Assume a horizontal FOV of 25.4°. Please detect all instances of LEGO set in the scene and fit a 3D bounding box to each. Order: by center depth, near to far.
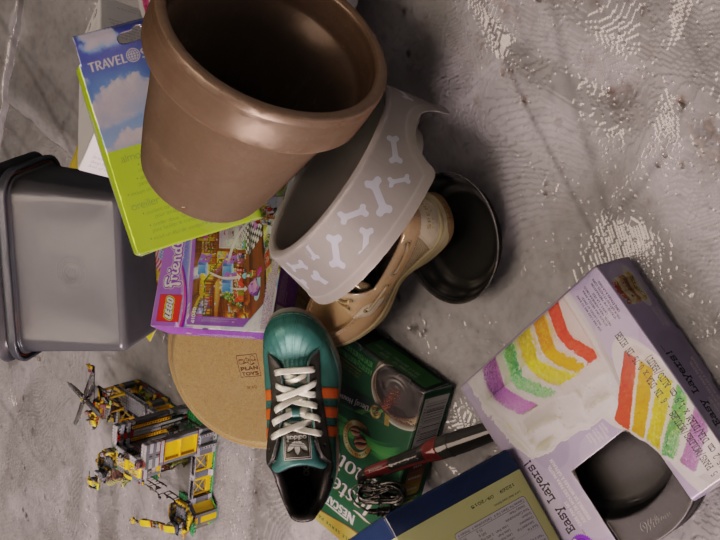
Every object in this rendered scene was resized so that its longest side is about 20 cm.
[{"bbox_3d":[-0.247,0.203,1.713,0.200,0.116,0.154,35,122,36],"label":"LEGO set"}]

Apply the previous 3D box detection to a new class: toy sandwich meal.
[{"bbox_3d":[-0.102,0.078,1.568,0.205,0.070,0.206,5,109,16],"label":"toy sandwich meal"}]

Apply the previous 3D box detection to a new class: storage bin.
[{"bbox_3d":[-0.274,-0.011,1.586,0.134,0.146,0.201,5,106,17],"label":"storage bin"}]

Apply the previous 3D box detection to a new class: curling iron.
[{"bbox_3d":[0.076,0.165,1.411,0.200,0.026,0.050,-31,96,25],"label":"curling iron"}]

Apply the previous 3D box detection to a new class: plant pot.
[{"bbox_3d":[-0.101,-0.137,1.324,0.200,0.200,0.175,54,137,22],"label":"plant pot"}]

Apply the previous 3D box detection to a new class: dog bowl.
[{"bbox_3d":[-0.006,-0.070,1.354,0.059,0.200,0.200,32,135,-16],"label":"dog bowl"}]

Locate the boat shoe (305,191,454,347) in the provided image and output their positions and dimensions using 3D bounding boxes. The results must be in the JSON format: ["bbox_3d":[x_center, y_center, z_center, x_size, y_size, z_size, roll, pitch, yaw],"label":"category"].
[{"bbox_3d":[0.000,0.000,1.407,0.200,0.064,0.071,-50,62,37],"label":"boat shoe"}]

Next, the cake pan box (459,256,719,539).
[{"bbox_3d":[0.197,0.122,1.280,0.184,0.052,0.200,-45,70,39],"label":"cake pan box"}]

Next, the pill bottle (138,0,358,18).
[{"bbox_3d":[-0.102,-0.259,1.459,0.200,0.113,0.114,4,102,45],"label":"pill bottle"}]

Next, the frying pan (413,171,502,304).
[{"bbox_3d":[0.058,-0.023,1.411,0.190,0.031,0.115,-12,89,49],"label":"frying pan"}]

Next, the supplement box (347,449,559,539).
[{"bbox_3d":[0.083,0.290,1.342,0.200,0.134,0.200,61,151,11],"label":"supplement box"}]

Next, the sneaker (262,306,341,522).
[{"bbox_3d":[-0.051,0.134,1.433,0.071,0.080,0.200,-4,116,5],"label":"sneaker"}]

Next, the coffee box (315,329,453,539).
[{"bbox_3d":[0.009,0.165,1.496,0.123,0.044,0.200,35,123,35],"label":"coffee box"}]

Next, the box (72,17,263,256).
[{"bbox_3d":[-0.174,-0.125,1.430,0.048,0.122,0.200,-174,67,-76],"label":"box"}]

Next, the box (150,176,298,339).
[{"bbox_3d":[-0.117,-0.037,1.504,0.137,0.039,0.201,3,77,29],"label":"box"}]

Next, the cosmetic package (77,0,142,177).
[{"bbox_3d":[-0.217,-0.171,1.546,0.200,0.101,0.074,-97,30,-46],"label":"cosmetic package"}]

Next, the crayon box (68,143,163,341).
[{"bbox_3d":[-0.235,-0.040,1.657,0.200,0.051,0.127,50,131,25],"label":"crayon box"}]
